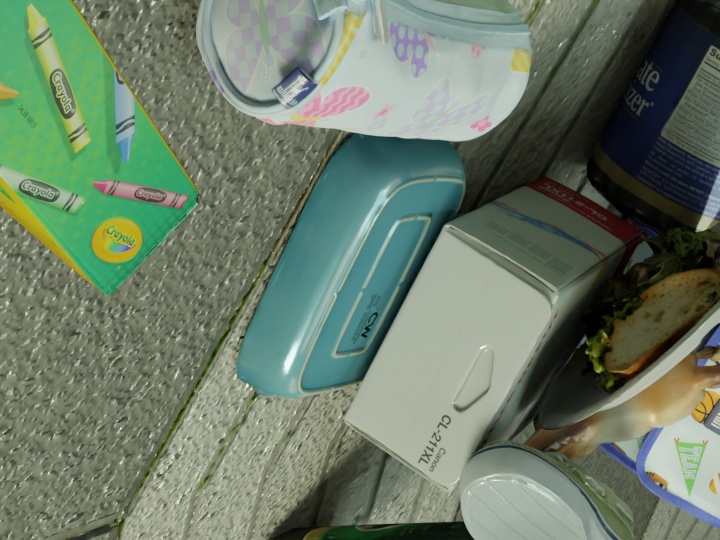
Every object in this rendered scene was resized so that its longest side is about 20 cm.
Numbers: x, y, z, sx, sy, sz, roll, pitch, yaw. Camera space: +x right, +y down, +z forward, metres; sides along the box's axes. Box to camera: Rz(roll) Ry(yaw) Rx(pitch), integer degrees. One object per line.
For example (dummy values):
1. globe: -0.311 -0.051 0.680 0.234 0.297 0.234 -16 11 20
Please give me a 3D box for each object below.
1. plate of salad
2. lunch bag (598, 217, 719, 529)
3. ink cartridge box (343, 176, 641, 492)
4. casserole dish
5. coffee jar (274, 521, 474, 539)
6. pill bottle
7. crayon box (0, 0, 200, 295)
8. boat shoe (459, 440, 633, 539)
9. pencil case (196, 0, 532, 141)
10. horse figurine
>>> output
1. plate of salad: 0.175 0.019 1.137 0.200 0.048 0.200 -45 -175 5
2. lunch bag: 0.250 0.075 1.390 0.124 0.200 0.171 1 124 -57
3. ink cartridge box: 0.087 0.033 1.167 0.146 0.083 0.200 -63 165 20
4. casserole dish: 0.000 0.000 1.091 0.121 0.039 0.201 -7 130 -54
5. coffee jar: 0.035 0.210 1.236 0.104 0.199 0.086 11 75 -61
6. pill bottle: 0.241 -0.124 1.235 0.112 0.112 0.201 -4 126 -55
7. crayon box: -0.144 -0.082 0.680 0.058 0.119 0.200 -46 153 -10
8. boat shoe: 0.115 0.145 1.137 0.072 0.062 0.200 -14 145 23
9. pencil case: 0.007 -0.112 0.917 0.091 0.083 0.200 -39 160 24
10. horse figurine: 0.174 0.089 1.207 0.199 0.050 0.132 -23 172 17
